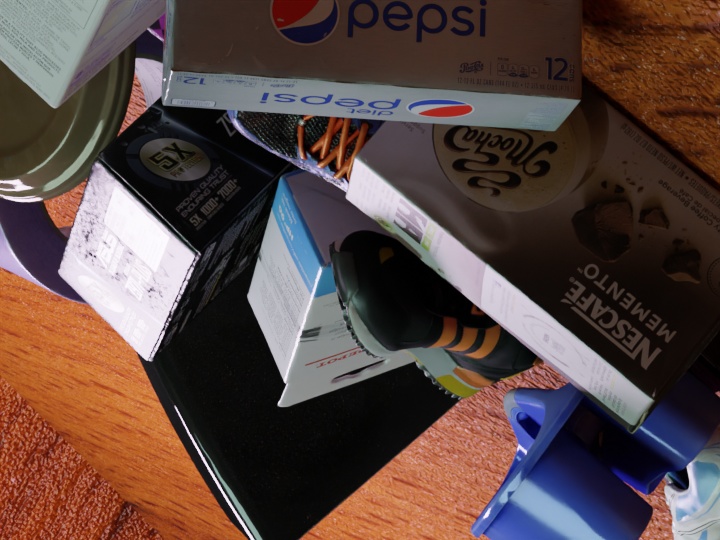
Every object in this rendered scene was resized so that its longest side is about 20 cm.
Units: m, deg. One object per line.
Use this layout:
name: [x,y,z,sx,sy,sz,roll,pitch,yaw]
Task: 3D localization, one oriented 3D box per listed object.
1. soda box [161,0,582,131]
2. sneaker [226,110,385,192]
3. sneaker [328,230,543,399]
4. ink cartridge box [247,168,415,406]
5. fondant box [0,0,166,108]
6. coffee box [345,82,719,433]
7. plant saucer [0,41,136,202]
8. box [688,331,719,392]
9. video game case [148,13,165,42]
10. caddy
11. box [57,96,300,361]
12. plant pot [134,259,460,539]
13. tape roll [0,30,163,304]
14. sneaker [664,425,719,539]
soda box: [0.005,-0.112,1.326,0.198,0.069,0.063,3,167,-7]
sneaker: [0.018,-0.064,1.516,0.199,0.076,0.079,21,-151,-18]
sneaker: [0.055,0.013,1.552,0.200,0.090,0.070,33,-140,-59]
ink cartridge box: [0.000,0.000,1.674,0.068,0.115,0.200,64,160,21]
fondant box: [-0.098,-0.184,1.328,0.058,0.144,0.200,42,146,2]
coffee box: [0.104,-0.026,1.441,0.200,0.113,0.080,40,166,7]
plant saucer: [-0.216,-0.141,1.688,0.200,0.201,0.029,32,-155,32]
box: [0.147,0.022,1.625,0.143,0.036,0.200,43,164,-2]
video game case: [-0.134,-0.173,1.533,0.200,0.036,0.181,38,-175,10]
caddy: [0.124,0.101,1.552,0.105,0.142,0.200,37,170,5]
box: [-0.091,-0.056,1.693,0.086,0.164,0.200,43,157,5]
plant pot: [-0.057,0.058,1.907,0.178,0.200,0.199,50,175,-9]
tape roll: [-0.175,-0.083,1.819,0.085,0.200,0.200,21,155,50]
sneaker: [0.218,0.139,1.708,0.072,0.072,0.200,36,159,14]
